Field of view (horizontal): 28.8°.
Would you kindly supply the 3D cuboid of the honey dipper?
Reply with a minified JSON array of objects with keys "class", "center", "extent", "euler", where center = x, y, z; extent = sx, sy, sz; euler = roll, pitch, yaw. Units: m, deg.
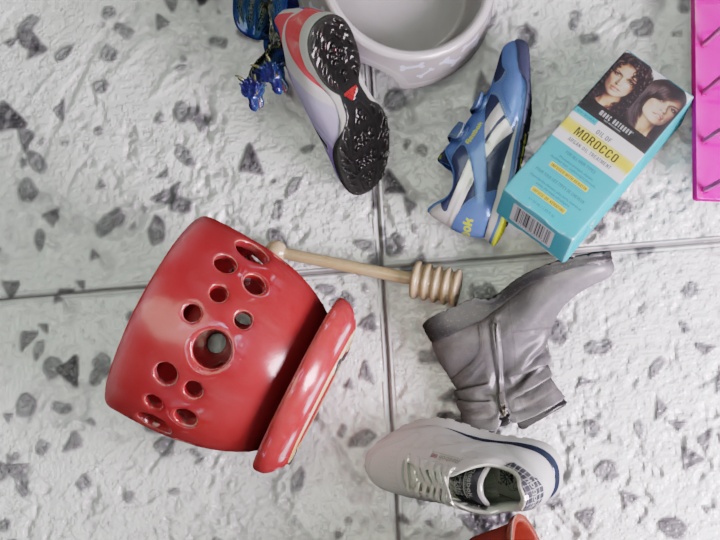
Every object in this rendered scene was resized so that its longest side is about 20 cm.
[{"class":"honey dipper","center":[0.000,0.000,1.370],"extent":[0.198,0.038,0.038],"euler":[10,85,12]}]

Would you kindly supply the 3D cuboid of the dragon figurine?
[{"class":"dragon figurine","center":[-0.086,-0.255,1.374],"extent":[0.058,0.099,0.202],"euler":[-7,84,25]}]

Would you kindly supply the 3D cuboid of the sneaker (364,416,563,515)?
[{"class":"sneaker","center":[0.083,0.185,1.287],"extent":[0.199,0.080,0.077],"euler":[-2,104,32]}]

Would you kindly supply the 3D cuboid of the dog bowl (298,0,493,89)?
[{"class":"dog bowl","center":[0.040,-0.280,1.353],"extent":[0.198,0.059,0.202],"euler":[2,81,-11]}]

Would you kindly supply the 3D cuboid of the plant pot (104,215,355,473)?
[{"class":"plant pot","center":[-0.114,0.077,1.301],"extent":[0.181,0.200,0.202],"euler":[27,88,1]}]

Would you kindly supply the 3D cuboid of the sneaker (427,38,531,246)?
[{"class":"sneaker","center":[0.119,-0.129,1.348],"extent":[0.082,0.074,0.202],"euler":[12,84,12]}]

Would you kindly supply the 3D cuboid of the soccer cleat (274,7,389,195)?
[{"class":"soccer cleat","center":[-0.027,-0.163,1.344],"extent":[0.068,0.201,0.073],"euler":[-38,41,-22]}]

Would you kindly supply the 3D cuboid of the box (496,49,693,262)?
[{"class":"box","center":[0.219,-0.108,1.306],"extent":[0.082,0.049,0.200],"euler":[37,69,13]}]

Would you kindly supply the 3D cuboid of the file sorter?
[{"class":"file sorter","center":[0.386,-0.170,1.270],"extent":[0.138,0.125,0.202],"euler":[2,83,-5]}]

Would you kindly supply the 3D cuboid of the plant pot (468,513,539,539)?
[{"class":"plant pot","center":[0.076,0.340,1.248],"extent":[0.194,0.201,0.202],"euler":[-18,81,15]}]

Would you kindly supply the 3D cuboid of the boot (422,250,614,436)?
[{"class":"boot","center":[0.168,0.071,1.326],"extent":[0.199,0.070,0.133],"euler":[-26,83,16]}]
